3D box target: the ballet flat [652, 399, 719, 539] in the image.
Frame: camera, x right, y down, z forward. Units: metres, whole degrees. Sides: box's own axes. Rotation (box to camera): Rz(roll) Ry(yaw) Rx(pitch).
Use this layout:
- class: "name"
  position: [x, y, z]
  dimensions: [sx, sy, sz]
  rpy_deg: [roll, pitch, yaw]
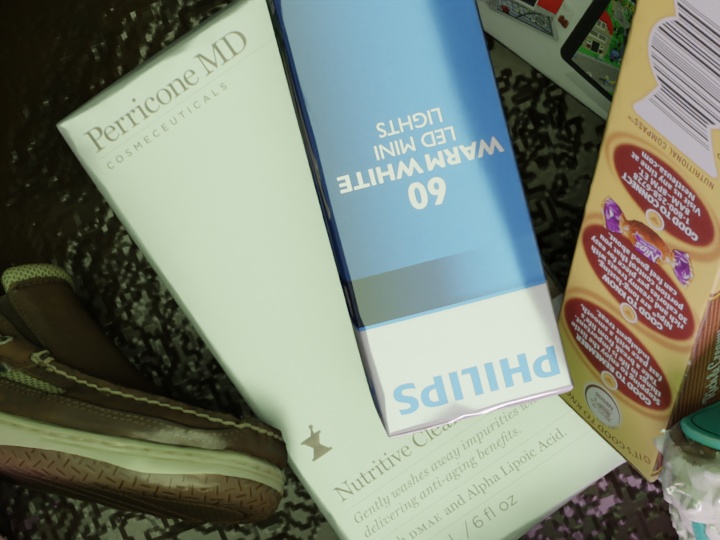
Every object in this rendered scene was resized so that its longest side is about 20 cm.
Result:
- class: "ballet flat"
  position: [0.170, 0.048, 0.752]
  dimensions: [0.200, 0.072, 0.072]
  rpy_deg: [-20, 97, -30]

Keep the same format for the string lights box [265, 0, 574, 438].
- class: "string lights box"
  position: [0.008, -0.059, 0.726]
  dimensions: [0.059, 0.103, 0.200]
  rpy_deg: [-15, 94, -1]

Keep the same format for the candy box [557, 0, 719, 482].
- class: "candy box"
  position: [0.124, -0.036, 0.708]
  dimensions: [0.117, 0.200, 0.056]
  rpy_deg: [-31, 60, -27]

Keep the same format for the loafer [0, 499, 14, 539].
- class: "loafer"
  position: [-0.135, 0.148, 0.809]
  dimensions: [0.073, 0.071, 0.200]
  rpy_deg: [-19, 133, -21]

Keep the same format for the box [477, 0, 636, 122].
- class: "box"
  position: [0.057, -0.129, 0.772]
  dimensions: [0.200, 0.035, 0.110]
  rpy_deg: [39, 132, 16]

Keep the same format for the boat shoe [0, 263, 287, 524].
- class: "boat shoe"
  position: [-0.113, 0.032, 0.810]
  dimensions: [0.202, 0.075, 0.075]
  rpy_deg: [9, 78, 24]

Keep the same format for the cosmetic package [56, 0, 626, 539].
- class: "cosmetic package"
  position: [0.000, 0.000, 0.822]
  dimensions: [0.113, 0.081, 0.200]
  rpy_deg: [-36, 95, 4]

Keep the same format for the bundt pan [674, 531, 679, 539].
- class: "bundt pan"
  position: [0.193, 0.113, 0.803]
  dimensions: [0.202, 0.076, 0.202]
  rpy_deg: [3, 66, -7]
